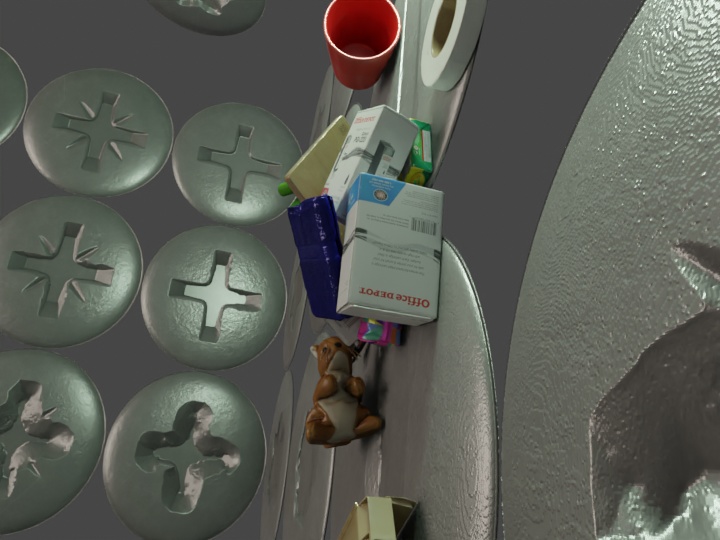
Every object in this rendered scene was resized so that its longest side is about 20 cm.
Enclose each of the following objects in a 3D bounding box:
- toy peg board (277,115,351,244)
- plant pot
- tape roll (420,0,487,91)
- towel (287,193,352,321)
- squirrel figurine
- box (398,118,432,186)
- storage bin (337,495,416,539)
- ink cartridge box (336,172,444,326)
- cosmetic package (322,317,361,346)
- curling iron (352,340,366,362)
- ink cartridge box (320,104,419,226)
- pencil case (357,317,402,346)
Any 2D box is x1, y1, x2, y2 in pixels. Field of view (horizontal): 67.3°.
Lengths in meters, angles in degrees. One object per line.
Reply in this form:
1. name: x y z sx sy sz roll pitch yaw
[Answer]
1. toy peg board: -0.060 -0.165 1.106 0.096 0.201 0.201 -7 40 47
2. plant pot: -0.002 -0.583 1.406 0.178 0.194 0.207 111 167 -76
3. tape roll: 0.152 -0.405 0.897 0.202 0.036 0.210 -170 89 -78
4. towel: -0.063 -0.021 0.916 0.147 0.048 0.207 0 104 64
5. squirrel figurine: -0.049 0.234 1.048 0.201 0.137 0.192 101 160 -63
6. box: 0.078 -0.170 1.028 0.201 0.047 0.121 123 154 -55
7. storage bin: 0.023 0.444 0.716 0.203 0.091 0.202 -97 21 -52
8. ink cartridge box: 0.046 -0.029 0.838 0.086 0.142 0.207 144 134 -69
9. cosmetic package: -0.029 0.067 1.090 0.074 0.102 0.200 -40 6 5
10. curling iron: 0.016 0.128 1.110 0.202 0.025 0.050 -59 -7 37
11. ink cartridge box: 0.008 -0.178 0.960 0.204 0.083 0.145 -64 22 1
12. pencil case: 0.046 0.029 0.945 0.088 0.086 0.207 -168 87 -77
